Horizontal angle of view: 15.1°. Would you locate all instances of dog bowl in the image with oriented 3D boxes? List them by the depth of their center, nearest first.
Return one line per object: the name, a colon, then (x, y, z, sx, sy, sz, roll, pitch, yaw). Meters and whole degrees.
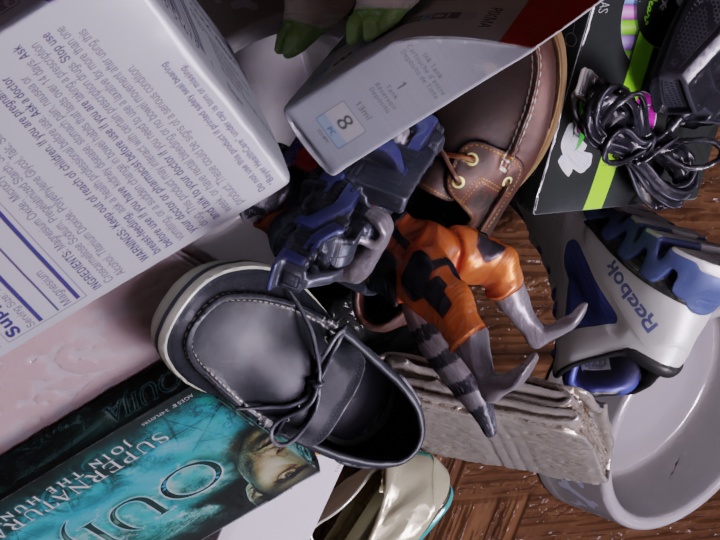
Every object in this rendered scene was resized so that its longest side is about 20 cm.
dog bowl: (-0.068, -0.067, 1.447, 0.199, 0.059, 0.201, -27, 134, -31)
dog bowl: (0.209, 0.088, 1.850, 0.199, 0.059, 0.201, -26, 132, -32)

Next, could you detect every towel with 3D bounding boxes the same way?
towel: (-0.137, 0.056, 1.425, 0.199, 0.032, 0.191, -31, 144, 17)
towel: (0.082, 0.089, 1.623, 0.200, 0.132, 0.035, 60, 42, -74)

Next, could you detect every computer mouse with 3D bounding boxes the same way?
computer mouse: (0.201, -0.135, 1.498, 0.200, 0.053, 0.138, -46, 144, 5)

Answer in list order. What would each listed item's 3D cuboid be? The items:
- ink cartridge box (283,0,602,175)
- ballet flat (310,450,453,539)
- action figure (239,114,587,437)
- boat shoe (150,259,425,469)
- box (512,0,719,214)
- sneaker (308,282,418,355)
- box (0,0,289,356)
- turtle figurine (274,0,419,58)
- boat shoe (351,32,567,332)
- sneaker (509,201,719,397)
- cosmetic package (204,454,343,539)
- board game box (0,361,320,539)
ink cartridge box: (0.069, -0.139, 1.329, 0.199, 0.047, 0.160, -32, -169, 31)
ballet flat: (-0.022, 0.191, 1.689, 0.201, 0.069, 0.069, -56, 141, -3)
action figure: (0.005, 0.002, 1.364, 0.200, 0.193, 0.105, -44, 167, -54)
boat shoe: (-0.031, 0.051, 1.388, 0.075, 0.062, 0.200, -55, 139, 1)
box: (0.133, -0.150, 1.550, 0.148, 0.124, 0.201, -7, 120, -43)
sneaker: (0.002, 0.001, 1.577, 0.199, 0.060, 0.105, -18, 128, -43)
box: (-0.166, -0.072, 1.258, 0.199, 0.105, 0.184, -31, 140, 6)
turtle figurine: (-0.067, -0.182, 1.289, 0.143, 0.200, 0.194, -24, 113, 24)
boat shoe: (0.051, -0.051, 1.468, 0.070, 0.070, 0.201, -30, 146, -55)
sneaker: (0.136, 0.009, 1.609, 0.080, 0.199, 0.116, 14, 105, -37)
cosmetic package: (-0.074, 0.159, 1.595, 0.082, 0.051, 0.201, -4, 126, -46)
board game box: (-0.137, 0.124, 1.467, 0.199, 0.028, 0.135, -31, 144, 15)
